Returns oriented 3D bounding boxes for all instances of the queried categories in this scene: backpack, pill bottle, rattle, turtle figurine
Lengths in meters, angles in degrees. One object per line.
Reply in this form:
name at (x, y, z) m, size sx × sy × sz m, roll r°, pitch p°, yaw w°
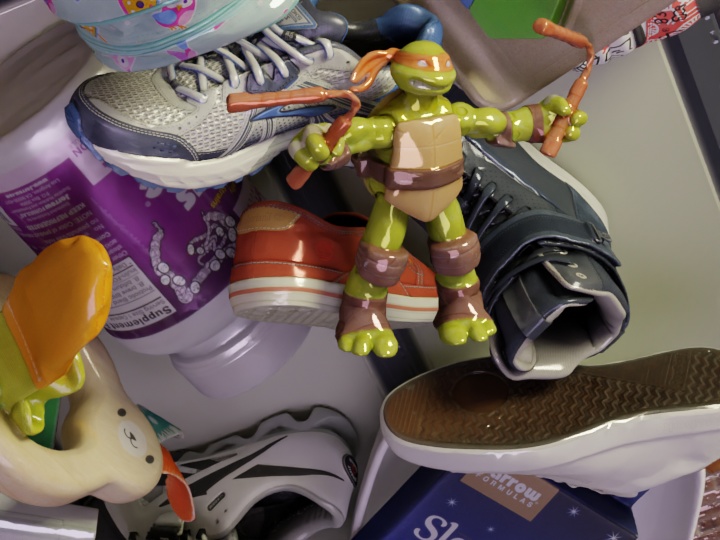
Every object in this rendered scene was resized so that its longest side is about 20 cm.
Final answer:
backpack at (-0.089, -0.182, 0.892) m, size 0.167 × 0.200 × 0.127 m, roll -27°, pitch 120°, yaw 13°
pill bottle at (-0.112, -0.027, 1.043) m, size 0.112 × 0.112 × 0.200 m, roll -31°, pitch 120°, yaw 16°
rattle at (-0.115, 0.054, 1.013) m, size 0.143 × 0.130 × 0.200 m, roll -44°, pitch 126°, yaw 16°
turtle figurine at (0.018, -0.042, 0.941) m, size 0.200 × 0.064 × 0.161 m, roll -12°, pitch 117°, yaw -31°

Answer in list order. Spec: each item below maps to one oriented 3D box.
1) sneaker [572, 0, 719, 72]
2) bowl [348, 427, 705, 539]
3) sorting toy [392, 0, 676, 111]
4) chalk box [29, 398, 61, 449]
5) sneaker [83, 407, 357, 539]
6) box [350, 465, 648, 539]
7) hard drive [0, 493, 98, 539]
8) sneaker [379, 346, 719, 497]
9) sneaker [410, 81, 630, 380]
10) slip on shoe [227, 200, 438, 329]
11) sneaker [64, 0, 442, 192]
sneaker at (0.101, -0.188, 0.978) m, size 0.108 × 0.067 × 0.201 m, roll -27°, pitch 123°, yaw 11°
bowl at (0.092, 0.146, 1.190) m, size 0.200 × 0.075 × 0.200 m, roll 7°, pitch 123°, yaw -8°
sorting toy at (0.076, -0.188, 0.933) m, size 0.200 × 0.036 × 0.185 m, roll -33°, pitch 100°, yaw 37°
chalk box at (-0.264, 0.058, 1.085) m, size 0.200 × 0.124 × 0.125 m, roll 7°, pitch 121°, yaw -9°
sneaker at (-0.094, 0.154, 1.178) m, size 0.200 × 0.089 × 0.074 m, roll -27°, pitch 122°, yaw 15°
box at (0.070, 0.159, 1.137) m, size 0.121 × 0.032 × 0.200 m, roll 31°, pitch 115°, yaw -20°
hard drive at (-0.252, 0.160, 1.066) m, size 0.200 × 0.026 × 0.132 m, roll 10°, pitch 131°, yaw -11°
sneaker at (0.109, 0.095, 1.062) m, size 0.200 × 0.073 × 0.085 m, roll -3°, pitch 134°, yaw -6°
sneaker at (0.059, -0.027, 1.035) m, size 0.202 × 0.146 × 0.077 m, roll 32°, pitch 118°, yaw -20°
slip on shoe at (0.000, 0.000, 1.047) m, size 0.074 × 0.061 × 0.200 m, roll -7°, pitch 170°, yaw 32°
sneaker at (-0.046, -0.097, 0.949) m, size 0.200 × 0.077 × 0.085 m, roll -10°, pitch 137°, yaw -31°
